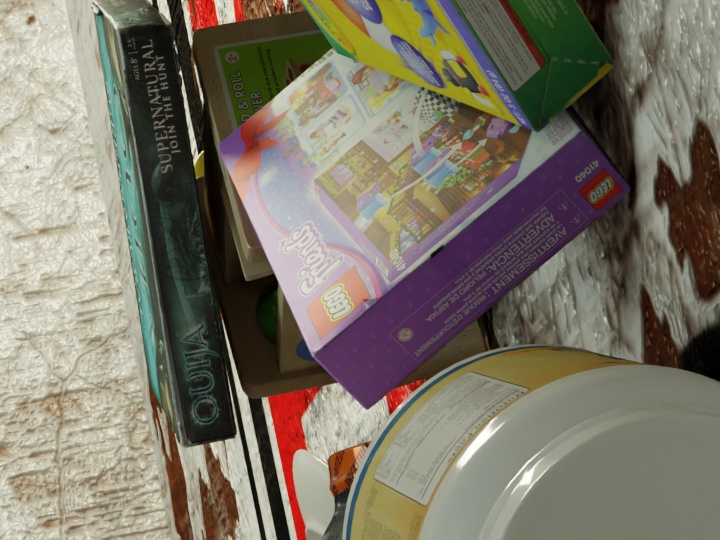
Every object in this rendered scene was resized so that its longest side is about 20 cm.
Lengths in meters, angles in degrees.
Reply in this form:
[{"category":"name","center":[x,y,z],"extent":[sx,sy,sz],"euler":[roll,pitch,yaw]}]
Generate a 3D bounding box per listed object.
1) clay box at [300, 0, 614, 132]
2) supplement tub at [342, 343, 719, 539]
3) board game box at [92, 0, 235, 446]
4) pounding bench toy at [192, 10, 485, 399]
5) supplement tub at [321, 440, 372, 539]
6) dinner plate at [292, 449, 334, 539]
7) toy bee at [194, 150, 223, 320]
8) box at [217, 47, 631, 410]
[{"category":"clay box","center":[0.009,-0.129,1.165],"extent":[0.115,0.048,0.200],"euler":[55,166,-27]},{"category":"supplement tub","center":[0.079,0.101,0.976],"extent":[0.200,0.145,0.145],"euler":[-170,70,-79]},{"category":"board game box","center":[-0.096,-0.028,1.401],"extent":[0.135,0.028,0.200],"euler":[-134,35,-76]},{"category":"pounding bench toy","center":[0.000,0.000,1.377],"extent":[0.156,0.124,0.200],"euler":[96,161,-58]},{"category":"supplement tub","center":[0.051,0.169,1.265],"extent":[0.123,0.122,0.200],"euler":[129,129,-77]},{"category":"dinner plate","center":[0.021,0.177,1.487],"extent":[0.200,0.024,0.200],"euler":[49,168,14]},{"category":"toy bee","center":[-0.026,-0.013,1.565],"extent":[0.131,0.109,0.200],"euler":[6,123,34]},{"category":"box","center":[0.020,-0.043,1.202],"extent":[0.039,0.137,0.200],"euler":[46,-171,-29]}]
